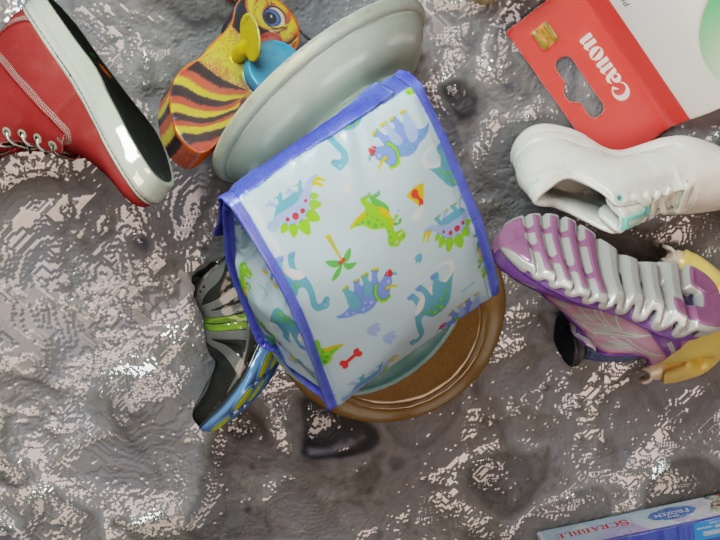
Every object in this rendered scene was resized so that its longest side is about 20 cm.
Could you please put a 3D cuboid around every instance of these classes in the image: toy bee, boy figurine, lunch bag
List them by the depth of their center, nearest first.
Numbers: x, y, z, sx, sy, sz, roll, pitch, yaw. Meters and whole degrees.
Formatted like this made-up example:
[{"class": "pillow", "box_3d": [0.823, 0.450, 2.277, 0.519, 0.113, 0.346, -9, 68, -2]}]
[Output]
[{"class": "lunch bag", "box_3d": [-0.009, -0.029, 1.413, 0.170, 0.127, 0.200, -36, 140, -17]}, {"class": "toy bee", "box_3d": [-0.089, -0.164, 1.488, 0.109, 0.200, 0.131, 53, 131, 4]}, {"class": "boy figurine", "box_3d": [0.268, 0.036, 1.646, 0.200, 0.064, 0.124, -3, 110, -11]}]

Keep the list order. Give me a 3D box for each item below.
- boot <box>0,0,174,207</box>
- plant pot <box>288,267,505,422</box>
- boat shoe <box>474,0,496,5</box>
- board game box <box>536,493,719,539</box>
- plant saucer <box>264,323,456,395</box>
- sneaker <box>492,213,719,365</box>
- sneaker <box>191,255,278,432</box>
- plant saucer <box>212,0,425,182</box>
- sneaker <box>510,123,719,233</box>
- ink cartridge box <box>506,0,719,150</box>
[{"class": "boot", "box_3d": [-0.235, -0.092, 1.442, 0.144, 0.200, 0.072, -40, 153, 5]}, {"class": "plant pot", "box_3d": [0.027, 0.039, 1.616, 0.200, 0.027, 0.200, -4, 111, -10]}, {"class": "boat shoe", "box_3d": [0.098, -0.305, 1.486, 0.065, 0.072, 0.200, -17, 109, -19]}, {"class": "board game box", "box_3d": [0.268, 0.310, 1.757, 0.200, 0.041, 0.200, -11, 112, -7]}, {"class": "plant saucer", "box_3d": [0.000, 0.000, 1.538, 0.200, 0.036, 0.200, -13, 115, -29]}, {"class": "sneaker", "box_3d": [0.187, 0.024, 1.555, 0.200, 0.081, 0.088, 21, 134, -18]}, {"class": "sneaker", "box_3d": [-0.099, 0.033, 1.568, 0.083, 0.071, 0.200, 18, 102, 13]}, {"class": "plant saucer", "box_3d": [-0.019, -0.121, 1.460, 0.200, 0.200, 0.050, -40, 79, 4]}, {"class": "sneaker", "box_3d": [0.222, -0.062, 1.579, 0.200, 0.089, 0.075, 5, 129, -10]}, {"class": "ink cartridge box", "box_3d": [0.244, -0.190, 1.568, 0.200, 0.050, 0.161, -38, 112, 1]}]
